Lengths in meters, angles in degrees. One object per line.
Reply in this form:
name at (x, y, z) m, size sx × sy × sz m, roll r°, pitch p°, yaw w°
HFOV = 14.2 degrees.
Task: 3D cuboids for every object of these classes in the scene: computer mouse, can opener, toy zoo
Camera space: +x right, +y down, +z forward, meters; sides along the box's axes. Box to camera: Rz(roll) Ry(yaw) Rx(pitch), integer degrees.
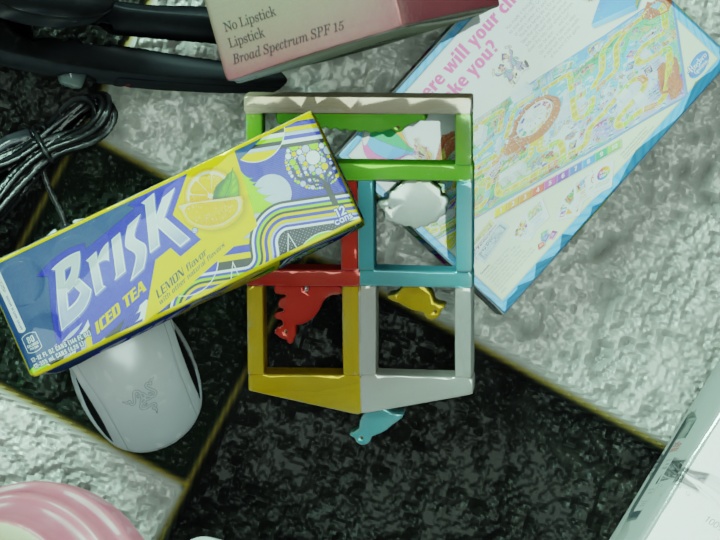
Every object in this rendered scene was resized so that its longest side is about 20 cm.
computer mouse at (-0.149, 0.008, 1.631) m, size 0.109 × 0.044 × 0.201 m, roll -27°, pitch 92°, yaw -6°
can opener at (-0.131, -0.127, 1.612) m, size 0.199 × 0.079 × 0.064 m, roll 11°, pitch 97°, yaw -28°
toy zoo at (0.000, 0.000, 1.632) m, size 0.130 × 0.020 × 0.202 m, roll 1°, pitch 101°, yaw 5°

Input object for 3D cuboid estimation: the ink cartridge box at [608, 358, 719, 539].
ink cartridge box at (0.227, 0.159, 1.647) m, size 0.145 × 0.085 × 0.201 m, roll 33°, pitch 89°, yaw -5°

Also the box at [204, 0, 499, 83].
box at (-0.024, -0.218, 1.584) m, size 0.127 × 0.109 × 0.201 m, roll -15°, pitch 92°, yaw 35°

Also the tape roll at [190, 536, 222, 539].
tape roll at (-0.078, 0.247, 1.556) m, size 0.070 × 0.202 × 0.204 m, roll 16°, pitch 89°, yaw -21°

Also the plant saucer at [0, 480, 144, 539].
plant saucer at (-0.190, 0.213, 1.566) m, size 0.199 × 0.051 × 0.202 m, roll -8°, pitch 76°, yaw 34°

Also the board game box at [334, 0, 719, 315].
board game box at (0.098, -0.093, 1.659) m, size 0.134 × 0.034 × 0.200 m, roll 43°, pitch 86°, yaw -4°

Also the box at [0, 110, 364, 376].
box at (-0.101, -0.013, 1.578) m, size 0.199 × 0.064 × 0.070 m, roll -25°, pitch 88°, yaw 2°
